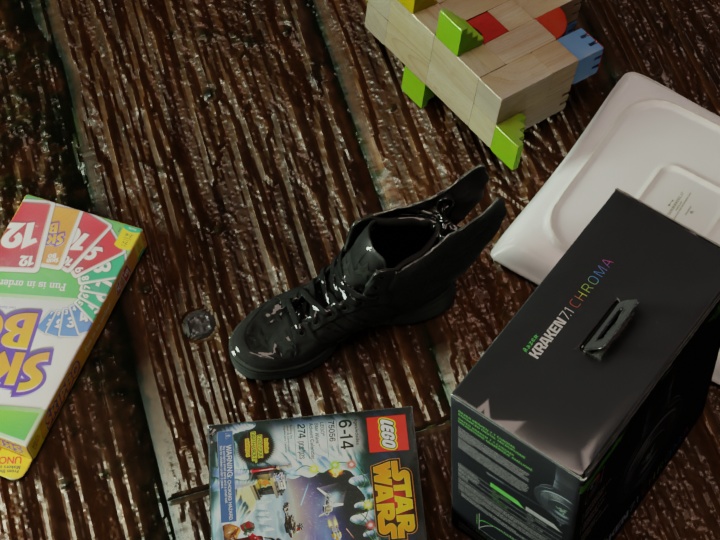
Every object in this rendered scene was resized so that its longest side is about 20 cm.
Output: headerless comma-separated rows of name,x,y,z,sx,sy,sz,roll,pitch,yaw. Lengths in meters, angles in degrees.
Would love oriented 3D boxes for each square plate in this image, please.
square plate,0.226,-0.040,1.153,0.198,0.028,0.200,29,65,20

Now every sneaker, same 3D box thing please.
sneaker,0.001,0.003,1.095,0.199,0.104,0.060,-20,60,-9

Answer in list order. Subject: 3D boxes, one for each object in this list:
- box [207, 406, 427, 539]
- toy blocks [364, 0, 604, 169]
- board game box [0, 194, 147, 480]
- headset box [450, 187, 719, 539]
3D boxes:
box,-0.024,0.186,1.021,0.136,0.040,0.201,-5,58,-1
toy blocks,0.104,-0.181,1.220,0.136,0.100,0.200,-28,60,-26
board game box,-0.233,0.043,1.132,0.095,0.030,0.201,16,63,14
headset box,0.139,0.075,0.987,0.093,0.200,0.174,32,64,21
